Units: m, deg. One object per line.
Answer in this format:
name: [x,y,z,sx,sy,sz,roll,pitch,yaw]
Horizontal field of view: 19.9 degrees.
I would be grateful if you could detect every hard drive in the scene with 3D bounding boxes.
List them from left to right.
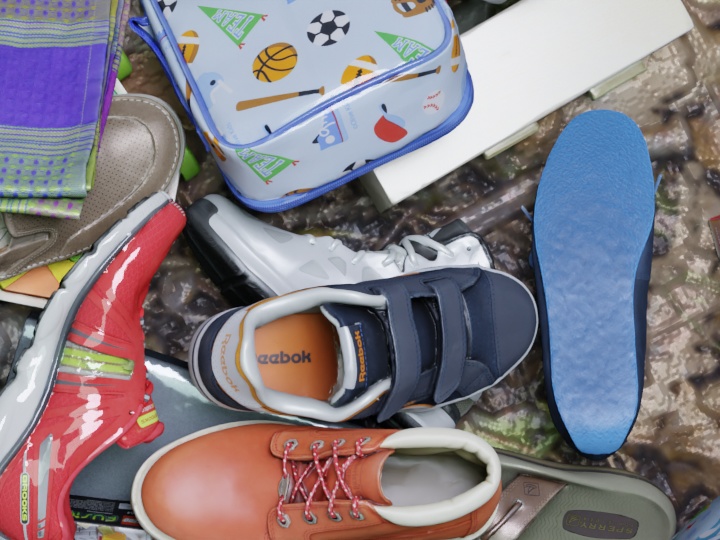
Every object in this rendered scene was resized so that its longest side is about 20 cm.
hard drive: [-0.112,0.120,1.148,0.198,0.033,0.141,18,99,-4]

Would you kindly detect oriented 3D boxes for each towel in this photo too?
towel: [-0.203,-0.116,1.113,0.142,0.023,0.201,6,52,-2]

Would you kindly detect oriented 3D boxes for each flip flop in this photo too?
flip flop: [0.085,0.147,1.152,0.198,0.058,0.082,7,122,-12]

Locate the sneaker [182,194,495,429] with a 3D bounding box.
sneaker: [0.000,0.000,1.166,0.200,0.076,0.116,40,76,-11]

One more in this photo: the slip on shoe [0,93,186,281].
slip on shoe: [-0.186,-0.037,1.106,0.199,0.061,0.077,-22,90,-6]

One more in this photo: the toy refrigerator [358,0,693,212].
toy refrigerator: [0.085,-0.108,1.167,0.199,0.076,0.070,-31,91,-6]

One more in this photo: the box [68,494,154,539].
box: [-0.214,0.172,1.122,0.198,0.035,0.111,6,108,-1]

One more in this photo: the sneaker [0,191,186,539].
sneaker: [-0.136,0.055,1.084,0.084,0.077,0.201,28,86,-3]

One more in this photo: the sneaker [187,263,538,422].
sneaker: [0.013,0.041,1.090,0.198,0.079,0.079,-10,91,-19]

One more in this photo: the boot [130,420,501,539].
boot: [-0.022,0.109,1.067,0.198,0.107,0.076,-2,79,-4]

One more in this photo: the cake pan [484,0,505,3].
cake pan: [0.030,-0.221,1.117,0.200,0.200,0.037,46,109,-3]

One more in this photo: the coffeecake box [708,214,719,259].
coffeecake box: [0.296,-0.022,1.122,0.152,0.200,0.074,-17,90,-6]

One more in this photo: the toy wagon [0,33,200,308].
toy wagon: [-0.193,-0.074,1.157,0.155,0.040,0.201,-35,92,-6]

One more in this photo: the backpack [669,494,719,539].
backpack: [0.247,0.180,1.122,0.200,0.183,0.147,-38,85,0]

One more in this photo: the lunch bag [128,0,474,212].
lunch bag: [-0.038,-0.134,1.115,0.159,0.076,0.201,-27,51,1]

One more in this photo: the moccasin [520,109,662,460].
moccasin: [0.126,0.009,1.168,0.080,0.068,0.202,7,71,6]
